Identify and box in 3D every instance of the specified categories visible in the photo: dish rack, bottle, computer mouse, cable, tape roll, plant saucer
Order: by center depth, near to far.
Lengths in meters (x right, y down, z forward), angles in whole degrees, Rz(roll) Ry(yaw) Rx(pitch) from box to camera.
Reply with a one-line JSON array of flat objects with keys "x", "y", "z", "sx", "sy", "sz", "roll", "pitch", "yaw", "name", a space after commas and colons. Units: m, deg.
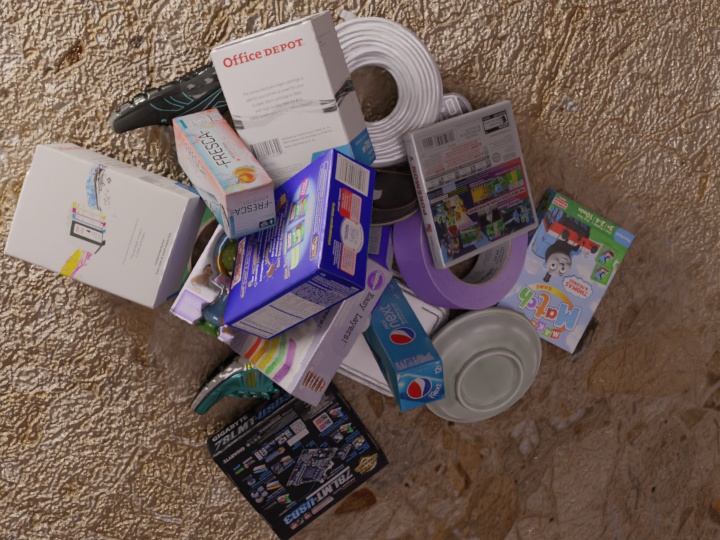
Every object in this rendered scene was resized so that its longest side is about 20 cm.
[{"x": 0.014, "y": -0.237, "z": 1.425, "sx": 0.198, "sy": 0.069, "sz": 0.202, "roll": 16, "pitch": 91, "yaw": -4, "name": "cable"}, {"x": 0.000, "y": 0.000, "z": 1.432, "sx": 0.083, "sy": 0.201, "sz": 0.066, "roll": -13, "pitch": 128, "yaw": 18, "name": "bottle"}, {"x": -0.165, "y": -0.016, "z": 1.469, "sx": 0.198, "sy": 0.048, "sz": 0.203, "roll": -3, "pitch": 103, "yaw": -13, "name": "tape roll"}, {"x": 0.141, "y": -0.047, "z": 1.487, "sx": 0.198, "sy": 0.065, "sz": 0.203, "roll": 0, "pitch": 89, "yaw": -36, "name": "tape roll"}, {"x": 0.064, "y": -0.184, "z": 1.492, "sx": 0.198, "sy": 0.044, "sz": 0.111, "roll": -24, "pitch": 102, "yaw": -2, "name": "computer mouse"}, {"x": 0.024, "y": 0.083, "z": 1.540, "sx": 0.199, "sy": 0.044, "sz": 0.173, "roll": 27, "pitch": 94, "yaw": -19, "name": "dish rack"}, {"x": 0.182, "y": 0.150, "z": 1.561, "sx": 0.198, "sy": 0.050, "sz": 0.202, "roll": -9, "pitch": 121, "yaw": -15, "name": "plant saucer"}]

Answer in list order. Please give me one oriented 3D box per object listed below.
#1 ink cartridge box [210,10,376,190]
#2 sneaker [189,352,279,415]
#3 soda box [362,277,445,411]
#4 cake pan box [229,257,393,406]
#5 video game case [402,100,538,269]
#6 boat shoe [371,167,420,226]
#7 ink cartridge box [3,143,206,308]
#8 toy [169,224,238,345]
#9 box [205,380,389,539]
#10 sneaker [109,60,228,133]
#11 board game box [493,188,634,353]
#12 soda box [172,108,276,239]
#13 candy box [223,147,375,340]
[{"x": -0.082, "y": -0.207, "z": 1.344, "sx": 0.145, "sy": 0.086, "sz": 0.202, "roll": -11, "pitch": 107, "yaw": 24, "name": "ink cartridge box"}, {"x": -0.150, "y": 0.148, "z": 1.474, "sx": 0.199, "sy": 0.078, "sz": 0.080, "roll": -33, "pitch": 97, "yaw": 12, "name": "sneaker"}, {"x": 0.047, "y": 0.092, "z": 1.415, "sx": 0.063, "sy": 0.201, "sz": 0.068, "roll": -16, "pitch": 127, "yaw": -9, "name": "soda box"}, {"x": -0.065, "y": 0.049, "z": 1.353, "sx": 0.052, "sy": 0.184, "sz": 0.201, "roll": 32, "pitch": 88, "yaw": -37, "name": "cake pan box"}, {"x": 0.152, "y": -0.118, "z": 1.437, "sx": 0.199, "sy": 0.023, "sz": 0.184, "roll": -22, "pitch": 102, "yaw": -38, "name": "video game case"}, {"x": -0.009, "y": -0.102, "z": 1.425, "sx": 0.198, "sy": 0.073, "sz": 0.075, "roll": -5, "pitch": 72, "yaw": 21, "name": "boat shoe"}, {"x": -0.315, "y": -0.060, "z": 1.346, "sx": 0.198, "sy": 0.147, "sz": 0.146, "roll": 20, "pitch": 97, "yaw": 0, "name": "ink cartridge box"}, {"x": -0.155, "y": 0.000, "z": 1.425, "sx": 0.115, "sy": 0.047, "sz": 0.201, "roll": 30, "pitch": 94, "yaw": -19, "name": "toy"}, {"x": -0.087, "y": 0.263, "z": 1.530, "sx": 0.199, "sy": 0.050, "sz": 0.199, "roll": -36, "pitch": 122, "yaw": -2, "name": "box"}, {"x": -0.230, "y": -0.214, "z": 1.396, "sx": 0.198, "sy": 0.075, "sz": 0.080, "roll": -24, "pitch": 109, "yaw": -7, "name": "sneaker"}, {"x": 0.299, "y": 0.003, "z": 1.592, "sx": 0.150, "sy": 0.037, "sz": 0.202, "roll": 25, "pitch": 96, "yaw": -18, "name": "board game box"}, {"x": -0.171, "y": -0.123, "z": 1.322, "sx": 0.063, "sy": 0.200, "sz": 0.069, "roll": -17, "pitch": 130, "yaw": -19, "name": "soda box"}, {"x": -0.075, "y": -0.027, "z": 1.298, "sx": 0.077, "sy": 0.199, "sz": 0.171, "roll": 26, "pitch": 54, "yaw": -32, "name": "candy box"}]
